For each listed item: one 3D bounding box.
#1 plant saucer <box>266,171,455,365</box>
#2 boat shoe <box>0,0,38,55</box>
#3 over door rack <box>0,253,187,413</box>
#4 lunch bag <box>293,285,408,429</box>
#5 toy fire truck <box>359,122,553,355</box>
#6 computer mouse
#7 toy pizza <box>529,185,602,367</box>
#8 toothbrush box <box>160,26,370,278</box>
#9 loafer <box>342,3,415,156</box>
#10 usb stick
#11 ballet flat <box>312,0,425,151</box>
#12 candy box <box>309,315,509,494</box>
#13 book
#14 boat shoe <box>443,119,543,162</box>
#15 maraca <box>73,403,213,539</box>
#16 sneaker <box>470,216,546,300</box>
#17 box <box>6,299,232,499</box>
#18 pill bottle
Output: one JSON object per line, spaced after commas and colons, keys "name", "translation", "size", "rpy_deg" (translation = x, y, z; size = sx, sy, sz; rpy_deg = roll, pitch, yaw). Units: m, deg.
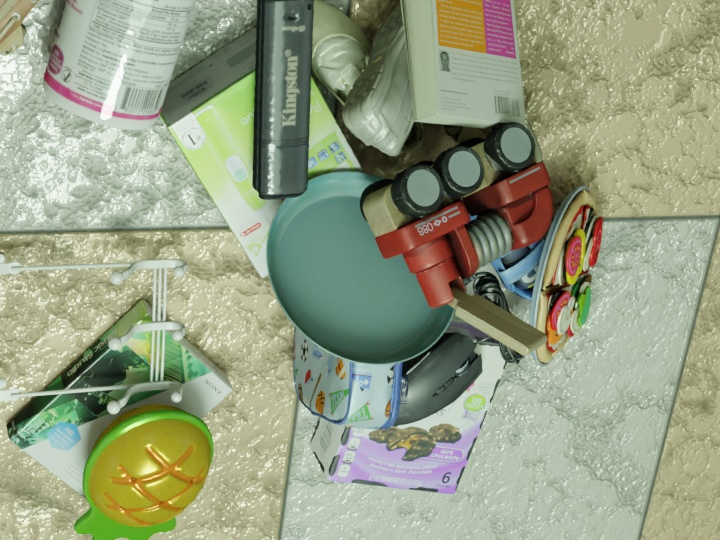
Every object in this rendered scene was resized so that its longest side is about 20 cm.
{"name": "plant saucer", "translation": [0.000, 0.000, 1.508], "size": [0.198, 0.202, 0.027], "rpy_deg": [1, 158, -22]}
{"name": "boat shoe", "translation": [-0.332, -0.220, 1.396], "size": [0.072, 0.076, 0.200], "rpy_deg": [29, 105, -36]}
{"name": "over door rack", "translation": [-0.273, 0.064, 1.555], "size": [0.198, 0.067, 0.149], "rpy_deg": [1, 107, -11]}
{"name": "lunch bag", "translation": [-0.010, 0.074, 1.604], "size": [0.075, 0.200, 0.162], "rpy_deg": [4, 93, -21]}
{"name": "toy fire truck", "translation": [0.121, -0.023, 1.495], "size": [0.175, 0.128, 0.201], "rpy_deg": [-25, 94, -27]}
{"name": "computer mouse", "translation": [0.084, 0.088, 1.661], "size": [0.199, 0.046, 0.141], "rpy_deg": [-26, 124, -6]}
{"name": "toy pizza", "translation": [0.228, 0.009, 1.693], "size": [0.031, 0.200, 0.202], "rpy_deg": [14, 120, 20]}
{"name": "toothbrush box", "translation": [-0.093, -0.119, 1.544], "size": [0.145, 0.086, 0.201], "rpy_deg": [-32, 125, -3]}
{"name": "loafer", "translation": [0.045, -0.196, 1.513], "size": [0.070, 0.070, 0.201], "rpy_deg": [42, 56, -25]}
{"name": "usb stick", "translation": [-0.072, -0.164, 1.455], "size": [0.055, 0.033, 0.202], "rpy_deg": [-3, 111, -15]}
{"name": "ballet flat", "translation": [-0.001, -0.189, 1.553], "size": [0.069, 0.070, 0.200], "rpy_deg": [-42, 123, 5]}
{"name": "candy box", "translation": [0.056, 0.142, 1.751], "size": [0.166, 0.072, 0.201], "rpy_deg": [10, 113, -25]}
{"name": "book", "translation": [0.100, -0.240, 1.497], "size": [0.133, 0.048, 0.202], "rpy_deg": [1, 81, -44]}
{"name": "boat shoe", "translation": [0.116, -0.160, 1.608], "size": [0.072, 0.076, 0.200], "rpy_deg": [-42, 114, -9]}
{"name": "maraca", "translation": [-0.226, 0.218, 1.624], "size": [0.136, 0.107, 0.201], "rpy_deg": [6, 128, -26]}
{"name": "sneaker", "translation": [0.163, -0.030, 1.655], "size": [0.074, 0.083, 0.200], "rpy_deg": [-32, 150, 8]}
{"name": "box", "translation": [-0.253, 0.145, 1.654], "size": [0.200, 0.036, 0.144], "rpy_deg": [-43, 124, 3]}
{"name": "pill bottle", "translation": [-0.209, -0.240, 1.415], "size": [0.112, 0.113, 0.201], "rpy_deg": [12, 112, -26]}
